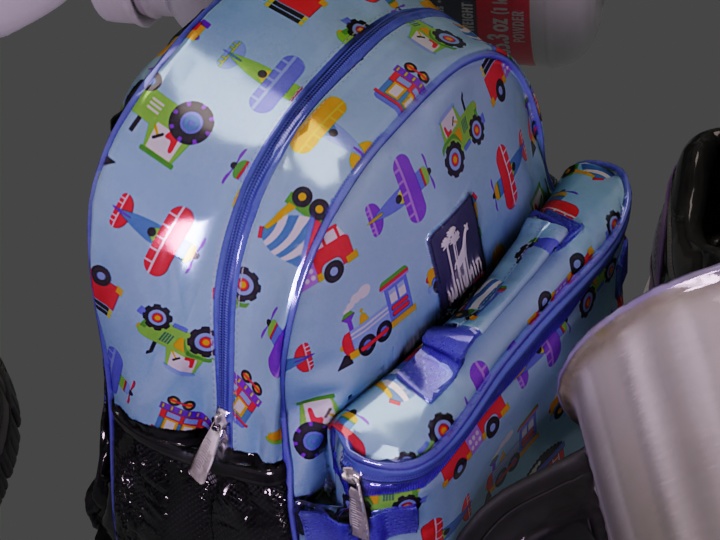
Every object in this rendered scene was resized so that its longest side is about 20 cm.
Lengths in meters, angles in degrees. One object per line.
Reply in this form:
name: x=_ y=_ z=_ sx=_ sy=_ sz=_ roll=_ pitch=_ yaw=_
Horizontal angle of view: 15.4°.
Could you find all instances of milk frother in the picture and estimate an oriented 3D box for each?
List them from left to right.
milk frother: x=0.094 y=0.092 z=0.718 sx=0.180 sy=0.200 sz=0.189 roll=-17 pitch=60 yaw=6

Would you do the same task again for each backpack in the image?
backpack: x=0.000 y=0.000 z=0.846 sx=0.134 sy=0.201 sz=0.183 roll=24 pitch=49 yaw=27

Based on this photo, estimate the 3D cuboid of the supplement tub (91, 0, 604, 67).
supplement tub: x=-0.002 y=-0.155 z=1.056 sx=0.199 sy=0.141 sz=0.141 roll=3 pitch=43 yaw=8

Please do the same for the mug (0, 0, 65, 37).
mug: x=-0.199 y=-0.125 z=1.041 sx=0.175 sy=0.148 sz=0.201 roll=0 pitch=79 yaw=16

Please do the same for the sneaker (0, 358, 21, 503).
sneaker: x=-0.175 y=0.102 z=0.854 sx=0.090 sy=0.076 sz=0.200 roll=-8 pitch=43 yaw=25

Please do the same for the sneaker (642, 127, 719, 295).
sneaker: x=0.134 y=0.034 z=0.881 sx=0.075 sy=0.088 sz=0.200 roll=-9 pitch=43 yaw=-6
